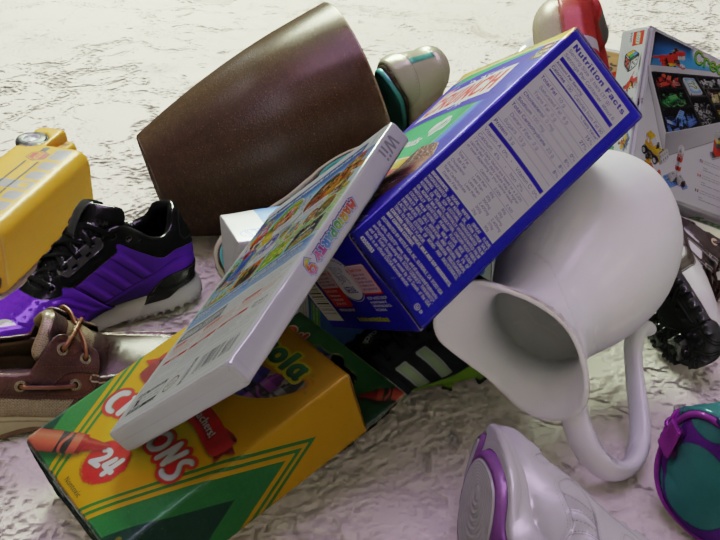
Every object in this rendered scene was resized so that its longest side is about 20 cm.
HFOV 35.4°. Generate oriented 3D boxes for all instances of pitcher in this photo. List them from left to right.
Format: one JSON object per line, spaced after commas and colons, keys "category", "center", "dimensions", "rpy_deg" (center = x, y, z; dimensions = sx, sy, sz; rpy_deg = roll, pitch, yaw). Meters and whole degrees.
{"category": "pitcher", "center": [0.155, 0.024, 0.752], "dimensions": [0.121, 0.173, 0.200], "rpy_deg": [-28, 14, 44]}

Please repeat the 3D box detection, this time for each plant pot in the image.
{"category": "plant pot", "center": [-0.089, -0.109, 0.994], "dimensions": [0.197, 0.189, 0.187], "rpy_deg": [-23, 33, -10]}

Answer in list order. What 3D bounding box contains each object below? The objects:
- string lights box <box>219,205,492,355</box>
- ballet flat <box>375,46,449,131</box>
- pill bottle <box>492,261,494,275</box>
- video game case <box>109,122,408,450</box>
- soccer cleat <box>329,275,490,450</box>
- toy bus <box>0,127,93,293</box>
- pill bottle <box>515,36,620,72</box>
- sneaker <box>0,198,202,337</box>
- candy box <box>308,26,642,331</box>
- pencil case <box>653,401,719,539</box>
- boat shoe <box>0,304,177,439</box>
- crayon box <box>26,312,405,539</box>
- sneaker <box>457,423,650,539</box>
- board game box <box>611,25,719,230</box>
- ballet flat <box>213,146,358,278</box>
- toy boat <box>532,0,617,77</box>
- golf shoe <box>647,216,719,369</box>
{"category": "string lights box", "center": [0.000, 0.000, 0.843], "dimensions": [0.196, 0.105, 0.059], "rpy_deg": [-10, 25, -18]}
{"category": "ballet flat", "center": [0.046, -0.145, 1.022], "dimensions": [0.068, 0.071, 0.200], "rpy_deg": [-3, -14, -5]}
{"category": "pill bottle", "center": [0.111, -0.081, 0.982], "dimensions": [0.107, 0.111, 0.201], "rpy_deg": [7, 29, 12]}
{"category": "video game case", "center": [-0.057, 0.008, 0.652], "dimensions": [0.143, 0.018, 0.201], "rpy_deg": [-32, 20, 48]}
{"category": "soccer cleat", "center": [0.015, 0.058, 0.763], "dimensions": [0.198, 0.082, 0.067], "rpy_deg": [-21, 35, -32]}
{"category": "toy bus", "center": [-0.296, -0.059, 0.991], "dimensions": [0.077, 0.066, 0.201], "rpy_deg": [7, 30, 12]}
{"category": "pill bottle", "center": [0.246, -0.158, 1.111], "dimensions": [0.198, 0.116, 0.114], "rpy_deg": [19, 34, 31]}
{"category": "sneaker", "center": [-0.213, -0.003, 0.852], "dimensions": [0.198, 0.101, 0.069], "rpy_deg": [-24, 35, -37]}
{"category": "candy box", "center": [0.056, -0.054, 0.728], "dimensions": [0.200, 0.077, 0.169], "rpy_deg": [-42, 11, -16]}
{"category": "pencil case", "center": [0.274, 0.094, 0.693], "dimensions": [0.197, 0.086, 0.093], "rpy_deg": [-18, 62, -30]}
{"category": "boat shoe", "center": [-0.207, 0.062, 0.767], "dimensions": [0.196, 0.073, 0.072], "rpy_deg": [-8, 30, -13]}
{"category": "crayon box", "center": [-0.087, 0.089, 0.683], "dimensions": [0.199, 0.051, 0.126], "rpy_deg": [-36, 41, -21]}
{"category": "sneaker", "center": [0.115, 0.160, 0.615], "dimensions": [0.098, 0.076, 0.201], "rpy_deg": [10, 25, -21]}
{"category": "board game box", "center": [0.286, -0.107, 0.933], "dimensions": [0.197, 0.129, 0.034], "rpy_deg": [15, -8, -32]}
{"category": "ballet flat", "center": [-0.029, -0.046, 0.924], "dimensions": [0.197, 0.070, 0.070], "rpy_deg": [-25, 31, 1]}
{"category": "toy boat", "center": [0.228, -0.149, 0.979], "dimensions": [0.128, 0.130, 0.204], "rpy_deg": [-12, 69, 18]}
{"category": "golf shoe", "center": [0.252, 0.002, 0.867], "dimensions": [0.093, 0.079, 0.201], "rpy_deg": [-3, 30, -6]}
